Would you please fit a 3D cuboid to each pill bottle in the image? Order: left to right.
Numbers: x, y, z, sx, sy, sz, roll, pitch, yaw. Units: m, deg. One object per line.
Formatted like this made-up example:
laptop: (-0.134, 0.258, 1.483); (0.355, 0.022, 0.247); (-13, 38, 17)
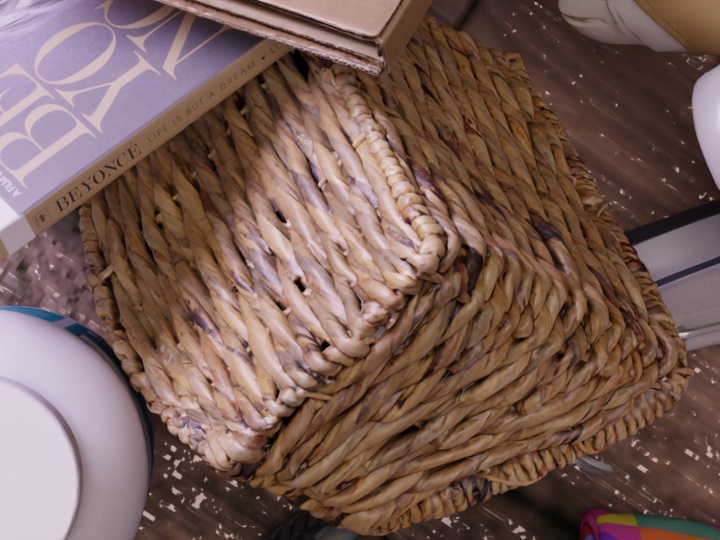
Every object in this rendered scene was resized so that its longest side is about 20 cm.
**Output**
pill bottle: (-0.129, 0.068, 0.897); (0.111, 0.200, 0.111); (0, 89, -3)

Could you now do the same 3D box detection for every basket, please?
basket: (0.000, 0.000, 0.918); (0.149, 0.200, 0.143); (24, 118, -41)

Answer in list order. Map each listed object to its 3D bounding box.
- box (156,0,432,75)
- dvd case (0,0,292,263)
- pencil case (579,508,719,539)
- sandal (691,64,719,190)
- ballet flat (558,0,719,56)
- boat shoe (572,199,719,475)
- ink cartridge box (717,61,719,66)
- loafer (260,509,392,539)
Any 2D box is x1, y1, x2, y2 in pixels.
box: (-0.020, -0.168, 0.862); (0.163, 0.021, 0.200); (20, 61, 20)
dvd case: (-0.091, -0.099, 0.890); (0.200, 0.016, 0.149); (-38, 51, -14)
pencil case: (0.170, 0.146, 0.976); (0.200, 0.088, 0.089); (7, 89, -4)
sandal: (0.170, -0.017, 0.954); (0.050, 0.203, 0.083); (-19, 51, 30)
ballet flat: (0.087, -0.120, 0.944); (0.063, 0.069, 0.200); (-49, 48, 8)
boat shoe: (0.077, 0.042, 0.981); (0.202, 0.075, 0.086); (-21, 95, -13)
ink cartridge box: (0.173, -0.171, 0.954); (0.068, 0.115, 0.200); (24, 88, -21)
loafer: (-0.041, 0.175, 0.972); (0.070, 0.075, 0.200); (33, 97, -8)
